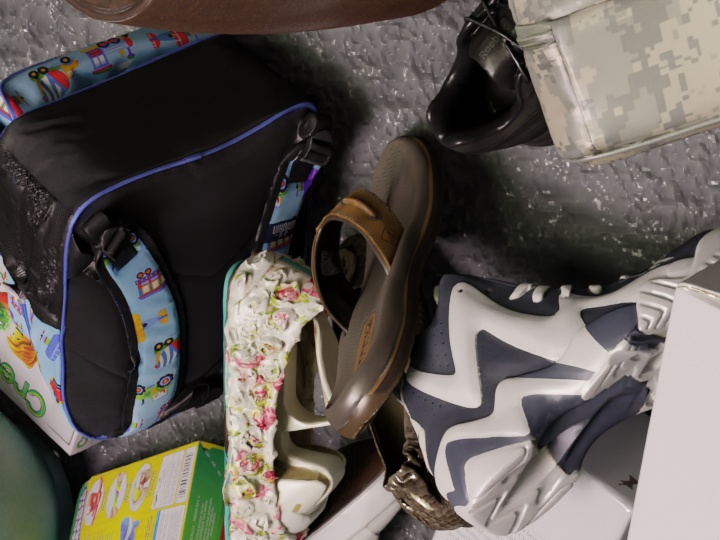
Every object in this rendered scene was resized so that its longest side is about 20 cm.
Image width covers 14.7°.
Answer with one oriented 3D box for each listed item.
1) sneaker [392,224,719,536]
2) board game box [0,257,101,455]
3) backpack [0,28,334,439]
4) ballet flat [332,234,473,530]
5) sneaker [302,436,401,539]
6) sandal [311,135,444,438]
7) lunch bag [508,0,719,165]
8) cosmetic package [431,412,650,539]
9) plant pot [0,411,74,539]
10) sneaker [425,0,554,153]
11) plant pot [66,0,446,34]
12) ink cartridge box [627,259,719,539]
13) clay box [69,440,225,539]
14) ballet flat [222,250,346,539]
[{"bbox_3d":[0.097,0.022,1.375,0.199,0.079,0.130,-46,54,7],"label":"sneaker"},{"bbox_3d":[-0.217,0.003,1.720,0.200,0.035,0.126,41,131,22],"label":"board game box"},{"bbox_3d":[-0.117,-0.015,1.530,0.135,0.182,0.200,42,143,32],"label":"backpack"},{"bbox_3d":[0.014,0.056,1.471,0.067,0.046,0.200,113,147,-42],"label":"ballet flat"},{"bbox_3d":[-0.016,0.168,1.600,0.085,0.073,0.200,35,129,-15],"label":"sneaker"},{"bbox_3d":[0.000,0.000,1.420,0.055,0.200,0.082,22,137,-9],"label":"sandal"},{"bbox_3d":[0.156,-0.158,1.205,0.200,0.139,0.168,-17,101,22],"label":"lunch bag"},{"bbox_3d":[0.095,0.156,1.475,0.101,0.071,0.200,39,130,25],"label":"cosmetic package"},{"bbox_3d":[-0.265,0.157,1.745,0.200,0.134,0.201,3,95,40],"label":"plant pot"},{"bbox_3d":[0.097,-0.127,1.339,0.076,0.091,0.200,44,130,22],"label":"sneaker"},{"bbox_3d":[-0.063,-0.191,1.378,0.187,0.200,0.187,19,120,36],"label":"plant pot"},{"bbox_3d":[0.212,0.049,1.230,0.083,0.200,0.147,27,124,31],"label":"ink cartridge box"},{"bbox_3d":[-0.123,0.171,1.635,0.200,0.048,0.115,-23,54,63],"label":"clay box"},{"bbox_3d":[-0.039,0.085,1.493,0.064,0.076,0.200,11,119,21],"label":"ballet flat"}]
